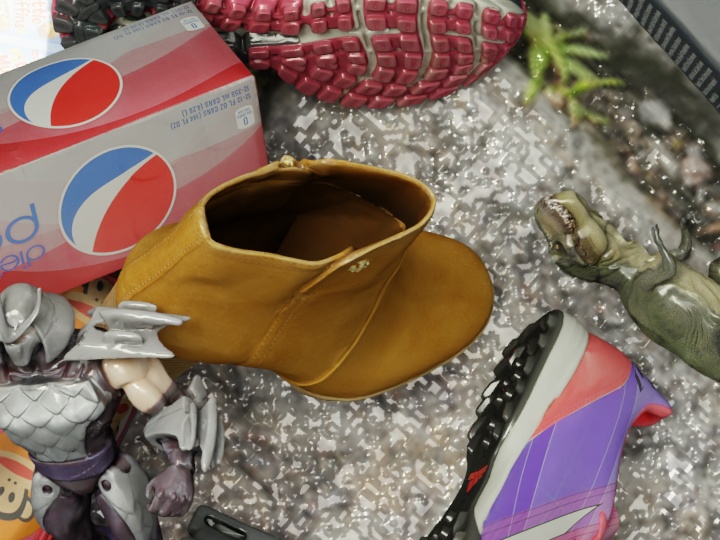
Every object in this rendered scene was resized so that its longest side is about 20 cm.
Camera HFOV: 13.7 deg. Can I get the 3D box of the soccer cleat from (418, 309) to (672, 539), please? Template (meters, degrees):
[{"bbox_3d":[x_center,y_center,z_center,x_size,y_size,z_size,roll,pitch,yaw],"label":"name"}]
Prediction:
[{"bbox_3d":[0.064,0.113,1.215,0.073,0.068,0.201,32,63,-11],"label":"soccer cleat"}]

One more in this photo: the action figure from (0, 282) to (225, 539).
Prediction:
[{"bbox_3d":[-0.105,0.081,1.144,0.129,0.070,0.201,3,132,25],"label":"action figure"}]

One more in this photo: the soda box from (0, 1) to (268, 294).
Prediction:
[{"bbox_3d":[-0.137,-0.031,1.164,0.199,0.063,0.070,-23,132,-16],"label":"soda box"}]

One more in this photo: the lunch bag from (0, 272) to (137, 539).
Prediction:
[{"bbox_3d":[-0.198,0.047,1.243,0.199,0.082,0.177,28,90,2],"label":"lunch bag"}]

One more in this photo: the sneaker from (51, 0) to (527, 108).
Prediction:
[{"bbox_3d":[-0.026,-0.122,1.239,0.199,0.081,0.075,9,58,-13],"label":"sneaker"}]

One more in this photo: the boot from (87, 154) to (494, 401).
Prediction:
[{"bbox_3d":[-0.001,-0.001,1.172,0.200,0.144,0.071,-7,73,-32],"label":"boot"}]

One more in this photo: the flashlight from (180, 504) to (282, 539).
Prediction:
[{"bbox_3d":[0.007,0.175,1.243,0.199,0.068,0.068,23,124,5],"label":"flashlight"}]

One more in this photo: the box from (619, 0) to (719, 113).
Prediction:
[{"bbox_3d":[0.185,-0.138,1.222,0.148,0.107,0.200,-42,87,1],"label":"box"}]

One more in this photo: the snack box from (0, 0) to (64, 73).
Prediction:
[{"bbox_3d":[-0.136,-0.147,1.275,0.071,0.024,0.201,11,89,1],"label":"snack box"}]

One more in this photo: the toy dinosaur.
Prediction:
[{"bbox_3d":[0.166,0.019,1.250,0.200,0.047,0.088,43,105,2],"label":"toy dinosaur"}]
